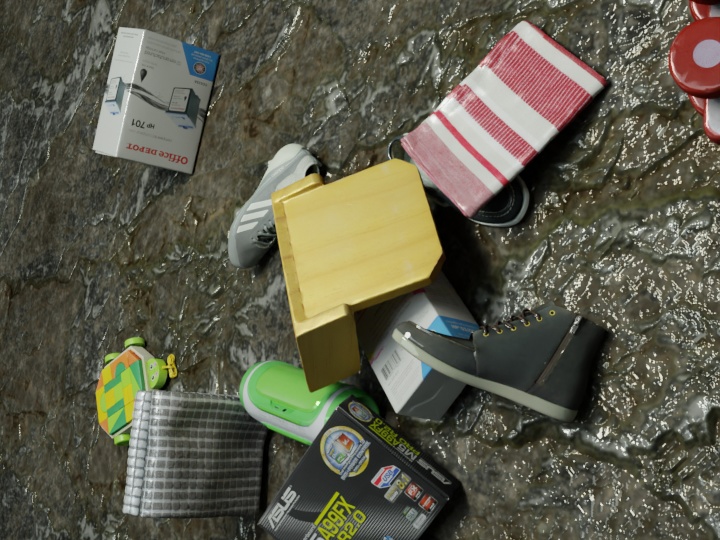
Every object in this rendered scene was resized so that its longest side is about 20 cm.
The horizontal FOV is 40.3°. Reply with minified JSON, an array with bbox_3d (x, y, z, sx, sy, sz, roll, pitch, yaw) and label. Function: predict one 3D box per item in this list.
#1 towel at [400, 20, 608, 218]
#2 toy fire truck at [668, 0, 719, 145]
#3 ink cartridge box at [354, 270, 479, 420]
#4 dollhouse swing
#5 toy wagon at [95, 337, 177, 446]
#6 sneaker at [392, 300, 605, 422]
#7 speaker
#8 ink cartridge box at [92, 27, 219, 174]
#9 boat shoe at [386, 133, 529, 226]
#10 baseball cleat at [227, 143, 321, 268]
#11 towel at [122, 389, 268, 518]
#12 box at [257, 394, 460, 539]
[{"bbox_3d":[0.149,-0.167,1.058,0.200,0.023,0.144,-45,51,8],"label":"towel"},{"bbox_3d":[0.358,-0.210,0.831,0.167,0.112,0.201,-1,83,29],"label":"toy fire truck"},{"bbox_3d":[0.056,0.058,1.124,0.115,0.068,0.200,-55,41,25],"label":"ink cartridge box"},{"bbox_3d":[0.000,0.000,1.132,0.182,0.175,0.200,82,175,-55],"label":"dollhouse swing"},{"bbox_3d":[-0.368,0.188,1.597,0.200,0.039,0.156,-35,59,39],"label":"toy wagon"},{"bbox_3d":[0.138,0.066,0.984,0.075,0.199,0.107,-74,5,-87],"label":"sneaker"},{"bbox_3d":[-0.068,0.170,1.234,0.200,0.088,0.089,11,91,48],"label":"speaker"},{"bbox_3d":[-0.323,-0.267,1.555,0.086,0.146,0.201,17,96,46],"label":"ink cartridge box"},{"bbox_3d":[0.105,-0.104,1.113,0.200,0.060,0.076,28,103,47],"label":"boat shoe"},{"bbox_3d":[-0.118,-0.075,1.348,0.106,0.070,0.200,44,116,43],"label":"baseball cleat"},{"bbox_3d":[-0.207,0.242,1.292,0.085,0.200,0.166,-7,77,42],"label":"towel"},{"bbox_3d":[-0.006,0.267,1.122,0.160,0.044,0.200,38,114,10],"label":"box"}]
